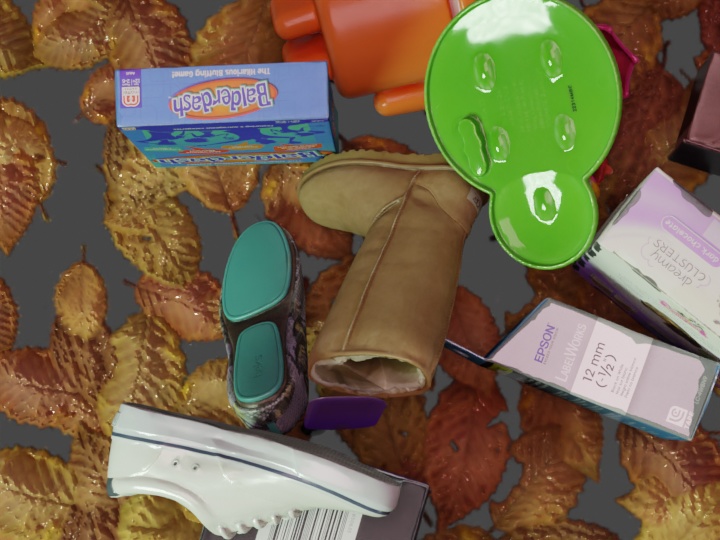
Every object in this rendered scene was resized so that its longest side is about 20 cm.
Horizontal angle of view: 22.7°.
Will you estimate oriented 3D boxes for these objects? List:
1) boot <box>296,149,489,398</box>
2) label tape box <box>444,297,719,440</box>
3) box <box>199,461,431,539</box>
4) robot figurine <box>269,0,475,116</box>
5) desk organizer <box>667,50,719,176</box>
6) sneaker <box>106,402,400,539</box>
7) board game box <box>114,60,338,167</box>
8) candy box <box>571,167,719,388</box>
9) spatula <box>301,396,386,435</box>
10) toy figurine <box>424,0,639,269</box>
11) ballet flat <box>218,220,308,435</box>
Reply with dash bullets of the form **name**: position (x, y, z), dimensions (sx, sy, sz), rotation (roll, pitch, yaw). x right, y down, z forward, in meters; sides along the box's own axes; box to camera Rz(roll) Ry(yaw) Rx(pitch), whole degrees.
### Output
- **boot**: position (0.000, 0.000, 1.323), dimensions (0.174, 0.066, 0.201), rotation (-6, 46, 33)
- **label tape box**: position (0.157, 0.063, 1.346), dimensions (0.199, 0.143, 0.067), rotation (23, 87, 3)
- **box**: position (-0.032, 0.188, 1.310), dimensions (0.147, 0.200, 0.105), rotation (16, 83, 2)
- **robot figurine**: position (0.031, -0.203, 1.388), dimensions (0.198, 0.117, 0.145), rotation (-14, 78, 0)
- **desk organizer**: position (0.350, -0.099, 1.395), dimensions (0.198, 0.072, 0.078), rotation (18, 83, 3)
- **sneaker**: position (-0.073, 0.143, 1.187), dimensions (0.198, 0.073, 0.071), rotation (13, 90, 11)
- **board game box**: position (-0.094, -0.114, 1.341), dimensions (0.151, 0.200, 0.045), rotation (-2, 85, 2)
- **candy box**: position (0.249, 0.014, 1.321), dimensions (0.167, 0.200, 0.072), rotation (39, 87, 4)
- **spatula**: position (-0.022, 0.109, 1.319), dimensions (0.056, 0.200, 0.021), rotation (-1, 83, -9)
- **toy figurine**: position (0.156, -0.116, 1.350), dimensions (0.149, 0.184, 0.202), rotation (-10, 97, 27)
- **ballet flat**: position (-0.071, 0.051, 1.372), dimensions (0.071, 0.072, 0.201), rotation (-4, 43, 1)
